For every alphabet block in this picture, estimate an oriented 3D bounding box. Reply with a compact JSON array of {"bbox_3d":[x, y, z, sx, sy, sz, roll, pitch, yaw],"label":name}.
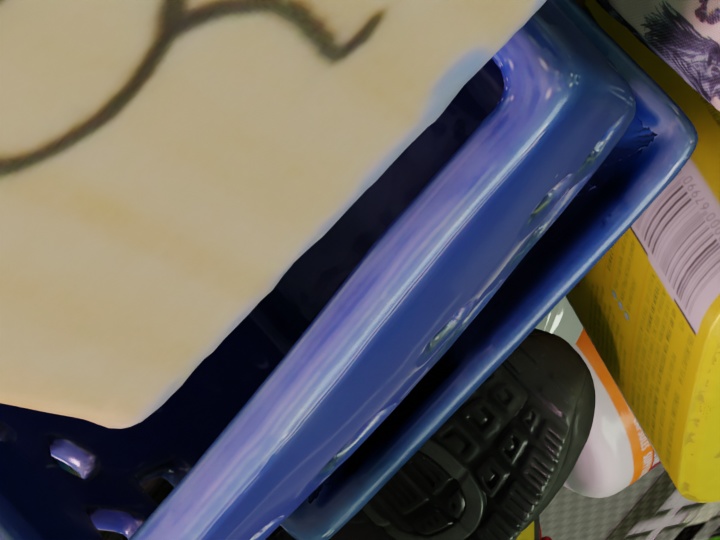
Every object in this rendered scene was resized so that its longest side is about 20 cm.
[{"bbox_3d":[-0.088,-0.107,0.468,0.195,0.196,0.200,-47,155,10],"label":"alphabet block"}]

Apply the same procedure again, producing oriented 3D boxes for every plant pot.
[{"bbox_3d":[-0.038,-0.039,0.662,0.200,0.200,0.180,-48,161,16],"label":"plant pot"}]

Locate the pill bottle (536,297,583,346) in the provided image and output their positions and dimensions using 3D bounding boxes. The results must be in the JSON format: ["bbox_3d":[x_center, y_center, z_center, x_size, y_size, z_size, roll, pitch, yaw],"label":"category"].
[{"bbox_3d":[0.000,0.000,0.866,0.112,0.112,0.200,-51,152,21],"label":"pill bottle"}]

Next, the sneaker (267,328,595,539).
[{"bbox_3d":[0.027,0.074,0.835,0.091,0.076,0.200,-28,165,-41],"label":"sneaker"}]

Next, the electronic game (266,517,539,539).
[{"bbox_3d":[0.021,0.091,0.987,0.042,0.200,0.200,-9,172,31],"label":"electronic game"}]

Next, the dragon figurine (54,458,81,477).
[{"bbox_3d":[-0.114,0.069,0.833,0.059,0.099,0.200,-30,153,-24],"label":"dragon figurine"}]

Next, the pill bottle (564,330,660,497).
[{"bbox_3d":[0.153,0.005,1.097,0.200,0.113,0.113,-34,155,-15],"label":"pill bottle"}]

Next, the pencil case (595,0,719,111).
[{"bbox_3d":[0.086,-0.120,0.688,0.089,0.200,0.078,-43,154,2],"label":"pencil case"}]

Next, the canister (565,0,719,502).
[{"bbox_3d":[0.096,-0.042,0.784,0.086,0.200,0.149,-19,148,-13],"label":"canister"}]

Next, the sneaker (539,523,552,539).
[{"bbox_3d":[0.061,0.151,1.184,0.116,0.078,0.200,-45,-177,22],"label":"sneaker"}]
